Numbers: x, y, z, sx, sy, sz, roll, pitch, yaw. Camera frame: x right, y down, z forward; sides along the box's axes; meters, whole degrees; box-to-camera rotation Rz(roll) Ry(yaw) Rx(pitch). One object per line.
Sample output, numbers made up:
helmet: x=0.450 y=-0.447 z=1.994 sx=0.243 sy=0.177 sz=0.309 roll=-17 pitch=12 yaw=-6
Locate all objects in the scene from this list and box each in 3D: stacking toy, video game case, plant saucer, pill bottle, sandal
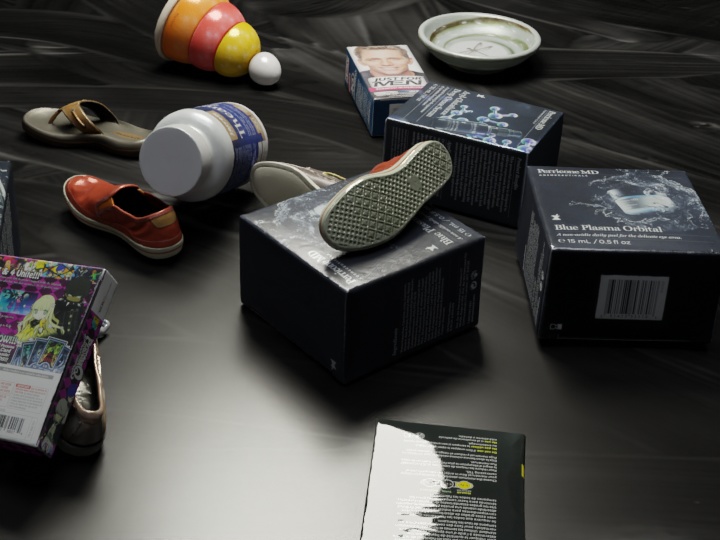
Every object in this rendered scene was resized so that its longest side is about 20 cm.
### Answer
stacking toy: x=-0.204 y=-0.342 z=2.035 sx=0.199 sy=0.147 sz=0.146 roll=37 pitch=41 yaw=15
video game case: x=-0.348 y=0.073 z=1.255 sx=0.197 sy=0.036 sz=0.183 roll=6 pitch=64 yaw=21
plant saucer: x=0.190 y=-0.358 z=2.134 sx=0.197 sy=0.051 sz=0.201 roll=2 pitch=31 yaw=-1
pill bottle: x=-0.195 y=-0.146 z=1.636 sx=0.109 sy=0.113 sz=0.200 roll=11 pitch=14 yaw=13
sandal: x=-0.368 y=-0.202 z=1.818 sx=0.197 sy=0.055 sz=0.082 roll=14 pitch=32 yaw=17

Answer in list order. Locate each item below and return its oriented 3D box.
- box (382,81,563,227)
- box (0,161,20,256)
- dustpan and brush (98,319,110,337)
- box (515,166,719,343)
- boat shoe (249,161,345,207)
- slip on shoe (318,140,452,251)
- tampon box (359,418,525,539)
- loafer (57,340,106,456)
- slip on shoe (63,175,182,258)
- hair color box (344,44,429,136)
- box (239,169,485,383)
box: x=0.146 y=-0.155 z=1.737 sx=0.198 sy=0.108 sz=0.148 roll=16 pitch=32 yaw=19
box: x=-0.479 y=-0.021 z=1.444 sx=0.197 sy=0.125 sz=0.197 roll=-3 pitch=29 yaw=-9
dustpan and brush: x=-0.329 y=0.086 z=1.356 sx=0.139 sy=0.058 sz=0.200 roll=33 pitch=47 yaw=22
box: x=0.288 y=-0.022 z=1.505 sx=0.194 sy=0.119 sz=0.201 roll=2 pitch=30 yaw=-3
boat shoe: x=-0.045 y=-0.089 z=1.647 sx=0.198 sy=0.073 sz=0.059 roll=22 pitch=29 yaw=22
slip on shoe: x=0.022 y=-0.077 z=1.419 sx=0.061 sy=0.075 sz=0.200 roll=-15 pitch=18 yaw=47
tampon box: x=0.062 y=0.238 z=1.030 sx=0.124 sy=0.152 sz=0.201 roll=5 pitch=31 yaw=4
loafer: x=-0.280 y=0.080 z=1.287 sx=0.071 sy=0.063 sz=0.202 roll=-1 pitch=51 yaw=-30
slip on shoe: x=-0.287 y=-0.079 z=1.602 sx=0.074 sy=0.062 sz=0.199 roll=-27 pitch=41 yaw=-37
hair color box: x=0.043 y=-0.269 z=1.963 sx=0.099 sy=0.061 sz=0.201 roll=-4 pitch=31 yaw=-12
box: x=0.000 y=0.000 z=1.457 sx=0.198 sy=0.119 sz=0.196 roll=-22 pitch=39 yaw=-33
